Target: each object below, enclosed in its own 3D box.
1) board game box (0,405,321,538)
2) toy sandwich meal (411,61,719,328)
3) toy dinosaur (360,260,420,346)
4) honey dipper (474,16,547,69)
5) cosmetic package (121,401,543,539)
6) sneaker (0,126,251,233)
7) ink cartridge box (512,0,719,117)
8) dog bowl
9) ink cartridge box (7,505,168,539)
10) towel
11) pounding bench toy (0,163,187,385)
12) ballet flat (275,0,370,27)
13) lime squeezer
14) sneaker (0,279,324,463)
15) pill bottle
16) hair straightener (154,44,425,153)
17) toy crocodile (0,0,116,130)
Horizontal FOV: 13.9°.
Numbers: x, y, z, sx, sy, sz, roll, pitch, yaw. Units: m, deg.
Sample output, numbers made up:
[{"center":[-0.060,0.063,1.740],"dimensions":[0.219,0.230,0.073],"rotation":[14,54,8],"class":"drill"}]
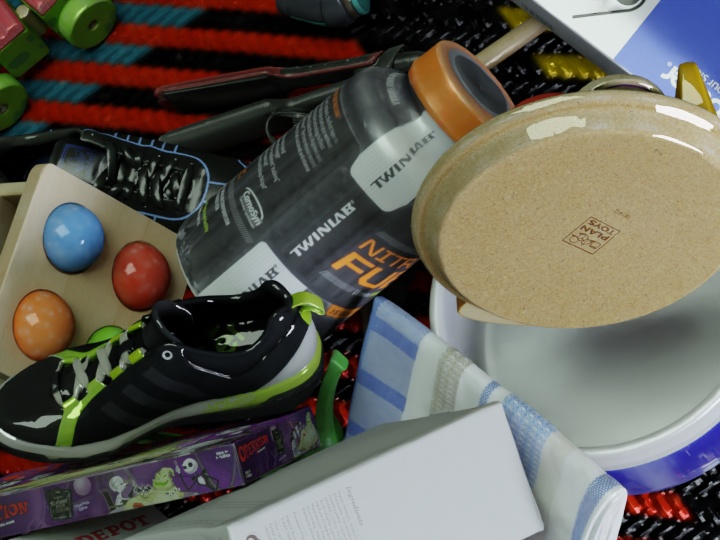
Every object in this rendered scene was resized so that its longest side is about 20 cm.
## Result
[{"center":[-0.135,0.117,1.656],"dimensions":[0.200,0.120,0.032],"rotation":[-14,88,20],"class":"board game box"},{"center":[0.118,-0.041,1.569],"dimensions":[0.205,0.205,0.070],"rotation":[-17,49,13],"class":"toy sandwich meal"},{"center":[0.000,0.000,1.773],"dimensions":[0.088,0.047,0.200],"rotation":[3,73,15],"class":"toy dinosaur"},{"center":[0.062,-0.119,1.781],"dimensions":[0.200,0.038,0.038],"rotation":[-37,59,-15],"class":"honey dipper"},{"center":[-0.014,0.141,1.575],"dimensions":[0.113,0.200,0.081],"rotation":[-14,95,54],"class":"cosmetic package"},{"center":[-0.140,-0.049,1.814],"dimensions":[0.200,0.078,0.070],"rotation":[3,71,30],"class":"sneaker"},{"center":[0.167,-0.161,1.736],"dimensions":[0.200,0.044,0.094],"rotation":[39,85,7],"class":"ink cartridge box"},{"center":[0.145,0.024,1.686],"dimensions":[0.200,0.079,0.200],"rotation":[-7,66,17],"class":"dog bowl"},{"center":[-0.129,0.249,1.630],"dimensions":[0.200,0.145,0.145],"rotation":[39,126,29],"class":"ink cartridge box"},{"center":[0.063,0.123,1.653],"dimensions":[0.024,0.147,0.200],"rotation":[-23,49,-38],"class":"towel"},{"center":[-0.207,0.054,1.750],"dimensions":[0.156,0.124,0.200],"rotation":[-1,66,48],"class":"pounding bench toy"},{"center":[-0.030,-0.246,1.873],"dimensions":[0.073,0.073,0.200],"rotation":[-6,69,19],"class":"ballet flat"},{"center":[-0.056,0.097,1.741],"dimensions":[0.200,0.071,0.038],"rotation":[-20,53,46],"class":"lime squeezer"},{"center":[-0.117,0.044,1.639],"dimensions":[0.200,0.083,0.072],"rotation":[-14,48,1],"class":"sneaker"},{"center":[-0.003,-0.044,1.687],"dimensions":[0.200,0.106,0.106],"rotation":[-40,59,22],"class":"pill bottle"},{"center":[-0.032,-0.091,1.830],"dimensions":[0.200,0.041,0.077],"rotation":[-8,66,13],"class":"hair straightener"},{"center":[-0.223,-0.155,1.911],"dimensions":[0.200,0.062,0.068],"rotation":[-44,61,-1],"class":"toy crocodile"}]
